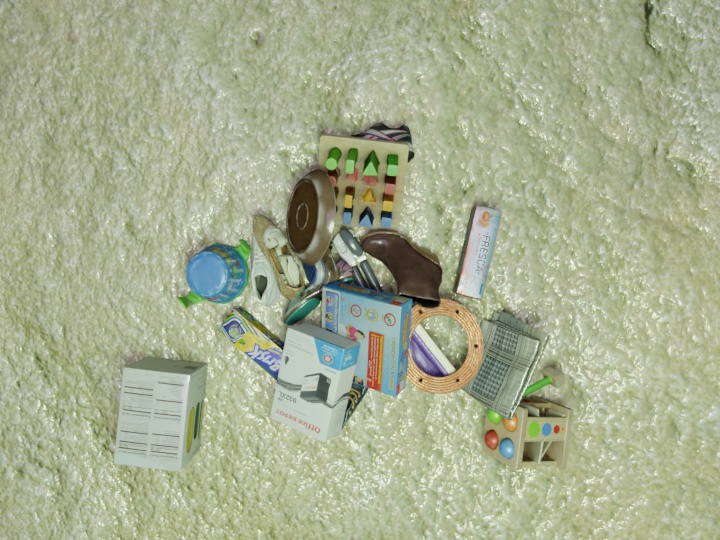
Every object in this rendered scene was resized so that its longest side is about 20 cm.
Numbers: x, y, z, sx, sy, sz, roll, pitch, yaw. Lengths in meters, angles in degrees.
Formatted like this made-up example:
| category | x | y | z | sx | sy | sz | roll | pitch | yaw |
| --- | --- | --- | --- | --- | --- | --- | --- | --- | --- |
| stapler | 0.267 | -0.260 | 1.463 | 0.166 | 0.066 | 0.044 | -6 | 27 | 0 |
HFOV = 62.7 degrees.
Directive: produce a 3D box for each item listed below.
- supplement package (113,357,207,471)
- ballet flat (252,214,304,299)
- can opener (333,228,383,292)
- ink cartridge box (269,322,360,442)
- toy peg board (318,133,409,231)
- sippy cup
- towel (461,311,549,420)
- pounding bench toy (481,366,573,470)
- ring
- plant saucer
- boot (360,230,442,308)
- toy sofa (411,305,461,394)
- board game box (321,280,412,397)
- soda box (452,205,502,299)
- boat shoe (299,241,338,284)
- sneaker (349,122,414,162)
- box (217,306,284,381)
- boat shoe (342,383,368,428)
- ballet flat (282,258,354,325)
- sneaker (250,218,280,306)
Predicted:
| category | x | y | z | sx | sy | sz | roll | pitch | yaw |
| --- | --- | --- | --- | --- | --- | --- | --- | --- | --- |
| supplement package | -0.436 | 0.311 | 1.309 | 0.146 | 0.152 | 0.206 | 6 | 90 | 0 |
| ballet flat | -0.174 | -0.037 | 1.299 | 0.070 | 0.065 | 0.203 | -29 | 94 | -38 |
| can opener | 0.000 | 0.000 | 1.343 | 0.052 | 0.067 | 0.203 | -28 | 89 | 2 |
| ink cartridge box | -0.097 | 0.233 | 1.245 | 0.142 | 0.083 | 0.205 | 17 | 100 | 22 |
| toy peg board | -0.002 | -0.176 | 1.289 | 0.194 | 0.098 | 0.204 | 7 | 116 | 2 |
| sippy cup | -0.326 | 0.007 | 1.318 | 0.136 | 0.130 | 0.183 | 14 | 90 | 0 |
| towel | 0.303 | 0.196 | 1.284 | 0.034 | 0.192 | 0.204 | 25 | 90 | -26 |
| pounding bench toy | 0.358 | 0.309 | 1.281 | 0.152 | 0.124 | 0.206 | 7 | 90 | -24 |
| ring | 0.170 | 0.164 | 1.284 | 0.195 | 0.019 | 0.206 | 0 | 86 | -2 |
| plant saucer | -0.113 | -0.114 | 1.255 | 0.031 | 0.199 | 0.206 | 3 | 90 | -32 |
| boot | 0.088 | -0.004 | 1.292 | 0.195 | 0.168 | 0.073 | 16 | 127 | -4 |
| toy sofa | 0.143 | 0.185 | 1.333 | 0.097 | 0.083 | 0.201 | -39 | 90 | 0 |
| board game box | 0.009 | 0.142 | 1.265 | 0.192 | 0.056 | 0.205 | 13 | 109 | 29 |
| soda box | 0.264 | -0.040 | 1.337 | 0.062 | 0.068 | 0.205 | 14 | 91 | 1 |
| boat shoe | -0.101 | -0.050 | 1.323 | 0.071 | 0.073 | 0.203 | 5 | 51 | -32 |
| sneaker | 0.026 | -0.291 | 1.349 | 0.194 | 0.081 | 0.089 | 3 | 67 | 2 |
| box | -0.224 | 0.172 | 1.345 | 0.199 | 0.070 | 0.065 | 39 | 93 | 1 |
| boat shoe | -0.026 | 0.286 | 1.332 | 0.070 | 0.091 | 0.203 | 30 | 90 | 1 |
| ballet flat | -0.104 | 0.044 | 1.347 | 0.198 | 0.069 | 0.072 | -36 | 69 | 7 |
| sneaker | -0.216 | -0.020 | 1.339 | 0.068 | 0.080 | 0.206 | -4 | 88 | 9 |
